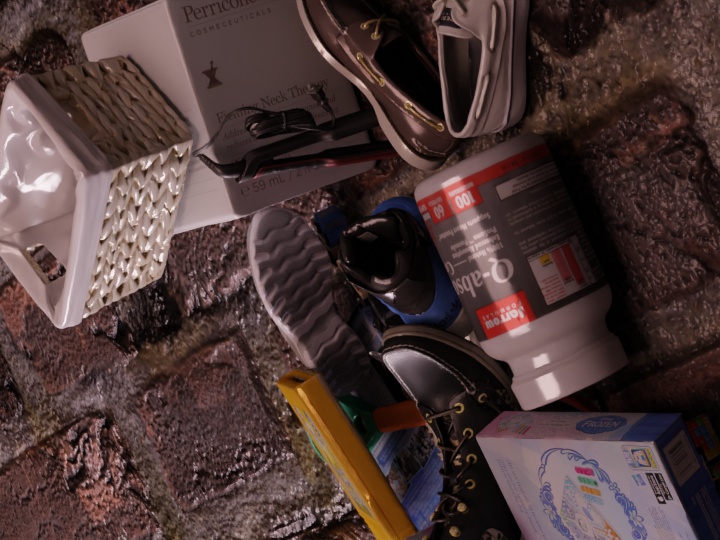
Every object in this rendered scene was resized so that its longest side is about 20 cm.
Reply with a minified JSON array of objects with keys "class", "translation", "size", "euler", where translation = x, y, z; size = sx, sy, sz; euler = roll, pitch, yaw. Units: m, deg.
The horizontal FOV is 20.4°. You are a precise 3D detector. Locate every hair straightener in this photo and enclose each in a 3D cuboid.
[{"class":"hair straightener","translation":[-0.048,-0.124,1.713],"size":[0.041,0.199,0.077],"euler":[-138,41,-65]}]

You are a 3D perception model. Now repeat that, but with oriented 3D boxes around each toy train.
[{"class":"toy train","translation":[0.000,0.000,1.801],"size":[0.200,0.034,0.046],"euler":[55,168,48]}]

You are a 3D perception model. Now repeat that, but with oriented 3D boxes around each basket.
[{"class":"basket","translation":[-0.237,-0.073,1.758],"size":[0.136,0.123,0.201],"euler":[48,143,27]}]

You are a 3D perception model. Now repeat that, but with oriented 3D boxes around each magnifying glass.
[{"class":"magnifying glass","translation":[0.007,0.144,1.892],"size":[0.200,0.022,0.080],"euler":[-18,93,54]}]

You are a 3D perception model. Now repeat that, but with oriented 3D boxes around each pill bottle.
[{"class":"pill bottle","translation":[0.132,0.001,1.602],"size":[0.116,0.115,0.201],"euler":[-26,88,55]}]

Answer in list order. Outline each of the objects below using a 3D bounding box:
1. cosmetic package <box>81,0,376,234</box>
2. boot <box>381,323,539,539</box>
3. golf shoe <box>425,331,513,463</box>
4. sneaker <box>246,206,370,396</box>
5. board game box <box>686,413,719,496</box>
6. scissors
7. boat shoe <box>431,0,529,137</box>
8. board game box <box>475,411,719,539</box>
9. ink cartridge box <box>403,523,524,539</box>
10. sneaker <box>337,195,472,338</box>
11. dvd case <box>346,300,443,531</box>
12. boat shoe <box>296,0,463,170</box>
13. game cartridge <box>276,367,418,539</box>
[{"class":"cosmetic package","translation":[-0.120,-0.154,1.811],"size":[0.166,0.167,0.201],"euler":[-10,100,55]},{"class":"boot","translation":[0.078,0.153,1.621],"size":[0.073,0.154,0.203],"euler":[-17,131,42]},{"class":"golf shoe","translation":[0.107,0.098,1.727],"size":[0.097,0.078,0.201],"euler":[3,111,46]},{"class":"sneaker","translation":[-0.063,0.027,1.848],"size":[0.082,0.075,0.201],"euler":[30,147,55]},{"class":"board game box","translation":[0.242,0.227,1.627],"size":[0.200,0.057,0.166],"euler":[-39,75,54]},{"class":"scissors","translation":[0.107,0.095,1.682],"size":[0.199,0.014,0.073],"euler":[28,141,-2]},{"class":"boat shoe","translation":[0.088,-0.203,1.598],"size":[0.072,0.065,0.201],"euler":[26,127,44]},{"class":"board game box","translation":[0.204,0.203,1.547],"size":[0.198,0.043,0.201],"euler":[-5,117,52]},{"class":"ink cartridge box","translation":[0.115,0.301,1.710],"size":[0.197,0.199,0.043],"euler":[57,143,14]},{"class":"sneaker","translation":[0.027,-0.025,1.685],"size":[0.077,0.111,0.200],"euler":[-39,35,14]},{"class":"dvd case","translation":[0.035,0.145,1.890],"size":[0.200,0.017,0.143],"euler":[53,143,20]},{"class":"boat shoe","translation":[0.021,-0.180,1.698],"size":[0.200,0.072,0.060],"euler":[55,137,12]},{"class":"game cartridge","translation":[-0.007,0.181,1.824],"size":[0.201,0.032,0.176],"euler":[60,173,-3]}]
